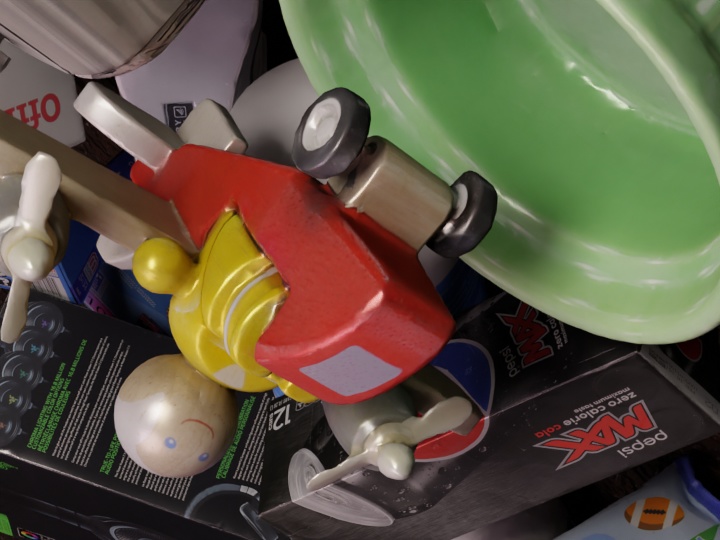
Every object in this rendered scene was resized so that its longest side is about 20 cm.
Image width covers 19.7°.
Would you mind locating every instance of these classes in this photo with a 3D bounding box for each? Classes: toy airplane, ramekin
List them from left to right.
[{"bbox_3d":[-0.053,0.005,0.754,0.200,0.141,0.199,25,173,12],"label":"toy airplane"},{"bbox_3d":[0.076,-0.081,0.705,0.200,0.098,0.200,36,156,19],"label":"ramekin"}]

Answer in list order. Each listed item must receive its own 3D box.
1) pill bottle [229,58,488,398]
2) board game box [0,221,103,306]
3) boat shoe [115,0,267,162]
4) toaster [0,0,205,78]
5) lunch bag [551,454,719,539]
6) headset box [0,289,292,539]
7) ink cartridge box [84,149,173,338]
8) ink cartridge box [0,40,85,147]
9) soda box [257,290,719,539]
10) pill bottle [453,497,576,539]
[{"bbox_3d":[0.000,0.000,0.945,0.112,0.112,0.200,30,153,30],"label":"pill bottle"},{"bbox_3d":[-0.222,-0.068,1.028,0.152,0.045,0.200,13,150,17],"label":"board game box"},{"bbox_3d":[-0.074,-0.096,0.957,0.071,0.070,0.200,-1,121,4],"label":"boat shoe"},{"bbox_3d":[-0.100,-0.169,0.769,0.114,0.200,0.129,28,169,33],"label":"toaster"},{"bbox_3d":[0.129,0.212,0.987,0.124,0.170,0.200,55,172,51],"label":"lunch bag"},{"bbox_3d":[-0.119,0.103,1.127,0.200,0.093,0.174,19,158,3],"label":"headset box"},{"bbox_3d":[-0.083,-0.005,1.125,0.136,0.076,0.200,44,155,2],"label":"ink cartridge box"},{"bbox_3d":[-0.199,-0.127,0.827,0.084,0.145,0.200,-1,107,30],"label":"ink cartridge box"},{"bbox_3d":[0.052,0.061,0.880,0.200,0.063,0.071,-27,132,31],"label":"soda box"},{"bbox_3d":[0.076,0.177,1.111,0.111,0.111,0.200,12,140,52],"label":"pill bottle"}]
